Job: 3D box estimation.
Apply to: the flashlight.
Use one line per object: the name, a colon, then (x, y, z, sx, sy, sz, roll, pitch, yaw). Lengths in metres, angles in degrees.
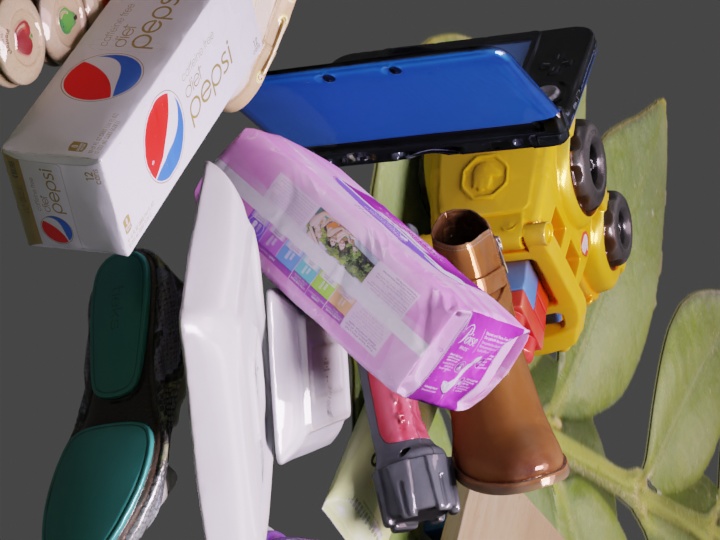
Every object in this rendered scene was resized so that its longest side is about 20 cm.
flashlight: (0.026, 0.070, 1.573, 0.068, 0.068, 0.201, 42, 34, -69)

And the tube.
tube: (0.022, 0.115, 1.635, 0.052, 0.058, 0.200, -59, -175, 50)

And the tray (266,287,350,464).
tray: (-0.030, 0.064, 1.491, 0.200, 0.022, 0.108, 1, 86, -82)

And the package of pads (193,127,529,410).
package of pads: (0.000, 0.000, 1.438, 0.076, 0.200, 0.120, -54, 153, 9)

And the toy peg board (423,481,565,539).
toy peg board: (0.085, 0.277, 1.725, 0.199, 0.097, 0.201, 48, 41, -32)

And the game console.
game console: (0.034, -0.136, 1.511, 0.171, 0.199, 0.119, -67, 145, -46)

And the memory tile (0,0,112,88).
memory tile: (-0.178, -0.210, 1.269, 0.153, 0.017, 0.201, -37, 120, -62)

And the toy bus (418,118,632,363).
toy bus: (0.123, -0.002, 1.756, 0.200, 0.135, 0.193, 58, 32, -49)

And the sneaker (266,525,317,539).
sneaker: (-0.060, 0.219, 1.382, 0.200, 0.088, 0.081, -56, 137, -53)

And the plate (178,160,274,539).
plate: (-0.073, 0.066, 1.334, 0.200, 0.032, 0.201, -90, 176, -62)

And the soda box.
soda box: (-0.124, -0.097, 1.293, 0.200, 0.063, 0.068, -63, 151, -45)

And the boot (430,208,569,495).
boot: (0.084, 0.054, 1.569, 0.200, 0.073, 0.156, -125, -154, -67)

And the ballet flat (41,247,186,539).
ballet flat: (-0.123, 0.088, 1.277, 0.072, 0.072, 0.201, 48, 43, -54)

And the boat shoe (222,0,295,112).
boat shoe: (-0.069, -0.189, 1.453, 0.069, 0.073, 0.201, 56, 47, -52)
